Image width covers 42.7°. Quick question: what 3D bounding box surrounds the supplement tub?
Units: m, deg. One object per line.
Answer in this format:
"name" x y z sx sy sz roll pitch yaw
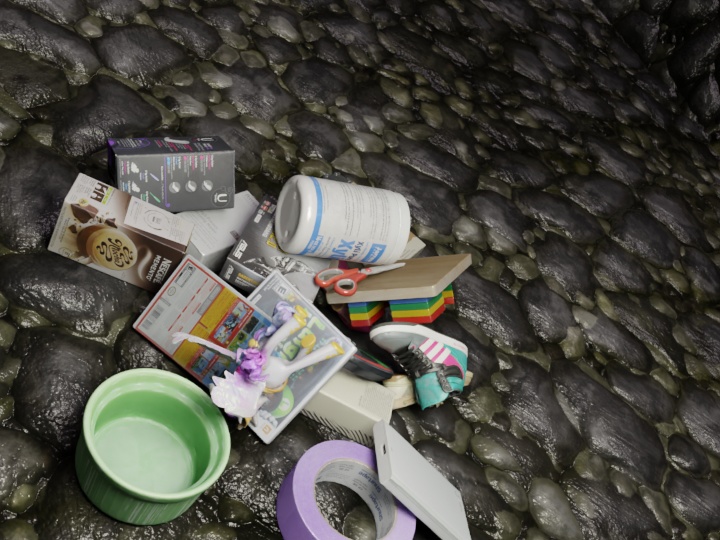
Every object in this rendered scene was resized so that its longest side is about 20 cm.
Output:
"supplement tub" -0.032 -0.082 1.542 0.199 0.132 0.132 7 45 -27

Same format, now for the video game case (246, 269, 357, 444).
"video game case" -0.136 0.131 1.415 0.182 0.200 0.023 43 -4 11

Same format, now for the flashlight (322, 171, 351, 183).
"flashlight" -0.077 -0.092 1.666 0.068 0.200 0.068 22 38 -17

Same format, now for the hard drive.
"hard drive" 0.094 0.330 1.399 0.200 0.026 0.132 46 17 -25

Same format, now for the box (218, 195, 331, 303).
"box" -0.132 -0.025 1.557 0.158 0.048 0.200 28 38 -4

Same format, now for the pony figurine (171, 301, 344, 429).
"pony figurine" -0.148 0.135 1.310 0.193 0.200 0.167 41 9 -47

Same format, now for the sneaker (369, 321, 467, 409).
"sneaker" 0.098 0.164 1.515 0.199 0.084 0.121 19 55 -31

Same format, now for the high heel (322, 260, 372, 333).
"high heel" -0.029 0.030 1.702 0.096 0.067 0.200 44 13 -39

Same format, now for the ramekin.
"ramekin" -0.285 0.241 1.238 0.199 0.098 0.201 20 39 -18

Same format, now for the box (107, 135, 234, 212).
"box" -0.324 -0.165 1.571 0.199 0.107 0.122 -5 22 -21

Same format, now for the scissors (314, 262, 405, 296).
"scissors" 0.000 0.000 1.561 0.073 0.014 0.200 26 31 25

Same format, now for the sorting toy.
"sorting toy" 0.074 0.037 1.591 0.199 0.199 0.070 -35 116 -60

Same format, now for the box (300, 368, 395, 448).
"box" -0.048 0.199 1.484 0.199 0.069 0.082 29 37 -7

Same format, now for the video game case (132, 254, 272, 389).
"video game case" -0.232 0.090 1.413 0.200 0.143 0.017 37 -4 11

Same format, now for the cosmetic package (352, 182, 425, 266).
"cosmetic package" 0.019 -0.075 1.825 0.200 0.071 0.105 41 38 8

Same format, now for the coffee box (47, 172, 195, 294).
"coffee box" -0.381 -0.055 1.472 0.199 0.113 0.080 23 39 -13

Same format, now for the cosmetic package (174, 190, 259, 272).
"cosmetic package" -0.246 -0.064 1.616 0.102 0.074 0.200 46 40 14

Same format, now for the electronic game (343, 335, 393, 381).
"electronic game" -0.035 0.127 1.519 0.199 0.042 0.200 28 -1 0

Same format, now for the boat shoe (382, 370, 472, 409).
"boat shoe" 0.118 0.207 1.611 0.199 0.072 0.065 0 86 -42

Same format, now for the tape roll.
"tape roll" -0.020 0.351 1.345 0.199 0.066 0.201 21 39 -18
